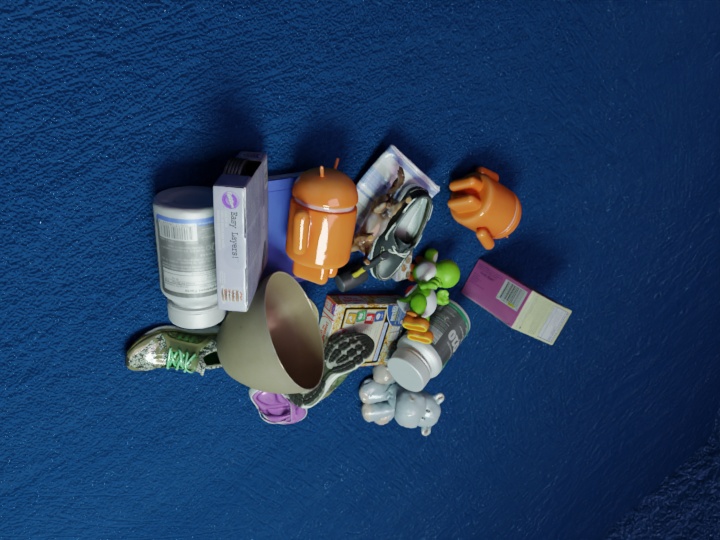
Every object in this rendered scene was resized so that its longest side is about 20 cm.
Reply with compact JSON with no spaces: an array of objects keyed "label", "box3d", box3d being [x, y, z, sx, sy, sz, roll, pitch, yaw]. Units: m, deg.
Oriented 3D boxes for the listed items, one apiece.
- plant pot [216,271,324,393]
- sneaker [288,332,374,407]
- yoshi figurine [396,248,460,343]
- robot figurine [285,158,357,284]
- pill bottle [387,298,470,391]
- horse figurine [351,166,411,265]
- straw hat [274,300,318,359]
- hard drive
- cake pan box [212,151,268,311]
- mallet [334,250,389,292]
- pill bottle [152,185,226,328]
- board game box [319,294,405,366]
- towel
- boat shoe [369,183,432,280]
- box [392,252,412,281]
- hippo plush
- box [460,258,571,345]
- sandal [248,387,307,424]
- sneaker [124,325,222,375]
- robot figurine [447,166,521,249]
[{"label":"plant pot","box3d":[-0.164,0.120,0.975,0.132,0.203,0.201,-20,133,17]},{"label":"sneaker","box3d":[-0.055,0.201,1.154,0.199,0.077,0.089,-37,156,-10]},{"label":"yoshi figurine","box3d":[0.156,0.046,1.212,0.111,0.112,0.203,29,60,-22]},{"label":"robot figurine","box3d":[-0.065,-0.084,0.973,0.141,0.117,0.204,-4,116,-29]},{"label":"pill bottle","box3d":[0.151,0.162,1.273,0.200,0.112,0.115,-45,135,-34]},{"label":"horse figurine","box3d":[0.030,-0.089,1.046,0.049,0.132,0.202,31,91,-14]},{"label":"straw hat","box3d":[-0.144,0.148,1.100,0.198,0.085,0.205,-18,123,-29]},{"label":"hard drive","box3d":[-0.133,-0.070,1.032,0.130,0.025,0.204,-14,121,-31]},{"label":"cake pan box","box3d":[-0.178,-0.069,0.882,0.051,0.185,0.204,3,117,-2]},{"label":"mallet","box3d":[0.000,0.000,1.078,0.065,0.200,0.042,-26,87,-17]},{"label":"pill bottle","box3d":[-0.261,-0.019,0.905,0.112,0.113,0.204,-12,121,-31]},{"label":"board game box","box3d":[0.002,0.129,1.226,0.197,0.046,0.154,2,112,-37]},{"label":"towel","box3d":[0.045,-0.123,1.103,0.146,0.024,0.201,36,100,-30]},{"label":"boat shoe","box3d":[0.076,-0.064,1.094,0.074,0.060,0.203,11,112,-23]},{"label":"box","box3d":[0.086,-0.078,1.182,0.038,0.041,0.204,-12,121,-30]},{"label":"hippo plush","box3d":[0.103,0.316,1.323,0.198,0.160,0.162,18,102,-41]},{"label":"box","box3d":[0.376,0.076,1.388,0.198,0.175,0.098,23,100,-41]},{"label":"sandal","box3d":[-0.166,0.281,1.155,0.081,0.050,0.203,-27,143,5]},{"label":"sneaker","box3d":[-0.295,0.144,0.983,0.197,0.088,0.078,-5,117,-34]},{"label":"robot figurine","box3d":[0.269,-0.135,1.237,0.198,0.145,0.117,19,125,-41]}]
